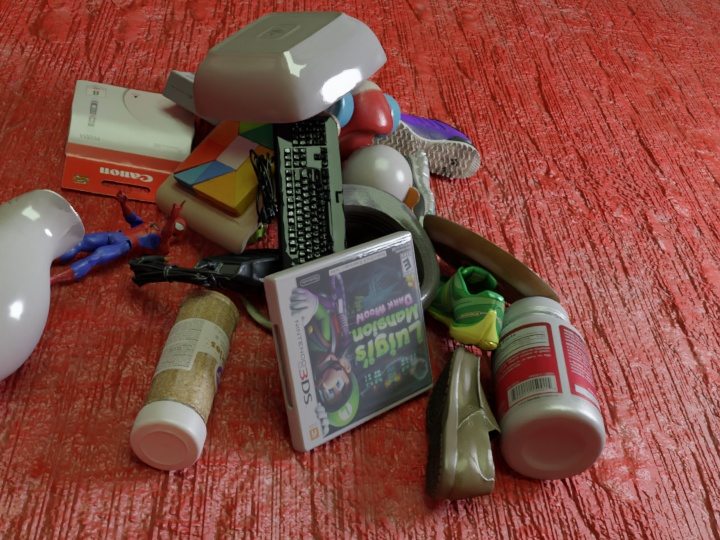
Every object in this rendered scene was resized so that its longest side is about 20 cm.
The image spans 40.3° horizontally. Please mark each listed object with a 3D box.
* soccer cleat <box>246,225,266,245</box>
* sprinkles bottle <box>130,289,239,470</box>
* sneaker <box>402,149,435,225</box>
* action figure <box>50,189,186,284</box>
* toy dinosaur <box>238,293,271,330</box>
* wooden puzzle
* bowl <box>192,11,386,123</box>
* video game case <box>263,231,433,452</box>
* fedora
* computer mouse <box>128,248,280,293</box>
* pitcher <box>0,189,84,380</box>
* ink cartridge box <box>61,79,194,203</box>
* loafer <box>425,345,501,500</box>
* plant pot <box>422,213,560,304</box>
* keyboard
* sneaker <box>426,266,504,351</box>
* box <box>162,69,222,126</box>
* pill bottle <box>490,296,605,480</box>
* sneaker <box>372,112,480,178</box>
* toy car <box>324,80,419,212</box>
[{"bbox_3d":[-0.164,-0.097,1.256,0.083,0.065,0.201,-6,42,-6],"label":"soccer cleat"},{"bbox_3d":[-0.172,0.104,0.982,0.068,0.068,0.201,16,37,-6],"label":"sprinkles bottle"},{"bbox_3d":[0.053,-0.094,1.353,0.091,0.078,0.200,-2,36,-3],"label":"sneaker"},{"bbox_3d":[-0.276,-0.048,1.105,0.199,0.099,0.065,-17,51,-43],"label":"action figure"},{"bbox_3d":[-0.053,0.074,1.091,0.199,0.048,0.088,19,10,4],"label":"toy dinosaur"},{"bbox_3d":[-0.143,-0.132,1.182,0.185,0.037,0.200,28,76,40],"label":"wooden puzzle"},{"bbox_3d":[-0.092,-0.254,1.184,0.199,0.075,0.200,12,40,36],"label":"bowl"},{"bbox_3d":[-0.006,0.070,1.031,0.199,0.183,0.023,-20,16,-42],"label":"video game case"},{"bbox_3d":[0.000,0.000,1.176,0.176,0.091,0.201,-5,53,-27],"label":"fedora"},{"bbox_3d":[-0.169,0.005,1.126,0.140,0.046,0.200,5,10,29],"label":"computer mouse"},{"bbox_3d":[-0.379,0.022,0.961,0.171,0.122,0.201,-14,38,21],"label":"pitcher"},{"bbox_3d":[-0.301,-0.171,1.287,0.162,0.057,0.200,8,34,-17],"label":"ink cartridge box"},{"bbox_3d":[0.110,0.165,1.041,0.067,0.076,0.201,20,43,-7],"label":"loafer"},{"bbox_3d":[0.156,-0.003,1.220,0.199,0.028,0.200,33,-6,4],"label":"plant pot"},{"bbox_3d":[-0.070,-0.083,1.097,0.103,0.040,0.201,-5,73,-2],"label":"keyboard"},{"bbox_3d":[0.130,0.035,1.168,0.074,0.084,0.200,21,8,-17],"label":"sneaker"},{"bbox_3d":[-0.160,-0.227,1.374,0.155,0.041,0.200,30,19,14],"label":"box"},{"bbox_3d":[0.204,0.125,1.099,0.112,0.113,0.201,14,37,-8],"label":"pill bottle"},{"bbox_3d":[0.085,-0.204,1.502,0.199,0.070,0.100,20,29,-8],"label":"sneaker"},{"bbox_3d":[-0.007,-0.126,1.287,0.201,0.177,0.184,59,23,11],"label":"toy car"}]
